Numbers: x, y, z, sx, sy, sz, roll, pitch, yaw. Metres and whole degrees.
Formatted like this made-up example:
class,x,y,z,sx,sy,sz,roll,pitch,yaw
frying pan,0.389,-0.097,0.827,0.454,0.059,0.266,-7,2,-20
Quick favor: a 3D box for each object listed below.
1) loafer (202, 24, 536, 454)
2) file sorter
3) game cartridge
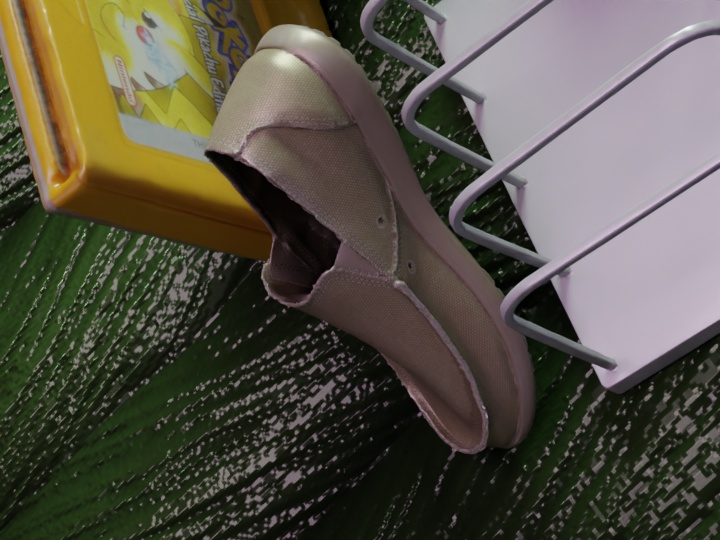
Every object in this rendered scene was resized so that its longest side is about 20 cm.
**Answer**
class,x,y,z,sx,sy,sz,roll,pitch,yaw
loafer,0.000,0.000,0.720,0.068,0.200,0.076,-39,20,-20
file sorter,0.091,-0.079,0.710,0.139,0.124,0.200,-35,62,22
game cartridge,-0.071,-0.088,0.769,0.032,0.200,0.177,-35,61,31
